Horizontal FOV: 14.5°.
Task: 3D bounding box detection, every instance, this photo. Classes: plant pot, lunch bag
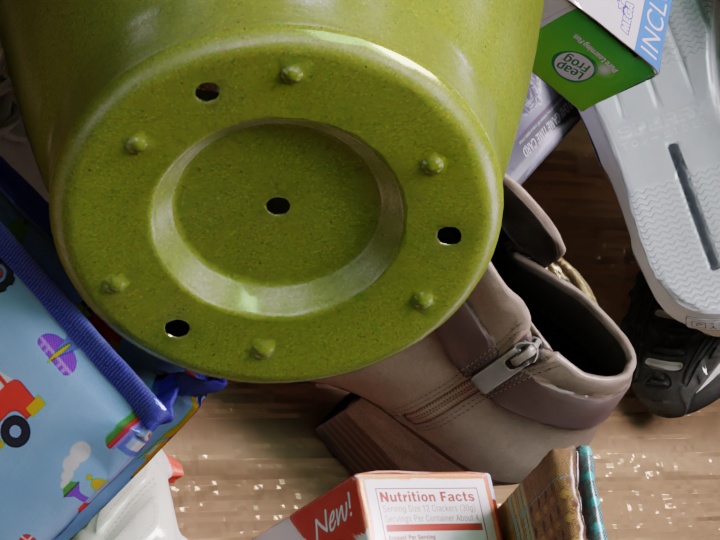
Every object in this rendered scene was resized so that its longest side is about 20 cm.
[{"bbox_3d":[-0.028,-0.074,0.868,0.200,0.200,0.193,26,34,-22],"label":"plant pot"},{"bbox_3d":[-0.168,0.018,0.870,0.200,0.151,0.094,46,9,3],"label":"lunch bag"}]

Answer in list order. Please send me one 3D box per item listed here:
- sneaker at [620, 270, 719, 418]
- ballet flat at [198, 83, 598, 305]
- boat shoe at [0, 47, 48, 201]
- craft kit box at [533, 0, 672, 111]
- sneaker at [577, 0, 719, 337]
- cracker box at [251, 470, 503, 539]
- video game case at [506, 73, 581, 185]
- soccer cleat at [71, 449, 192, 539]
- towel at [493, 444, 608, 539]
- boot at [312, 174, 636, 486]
[{"bbox_3d":[0.181,-0.002,1.177,0.200,0.074,0.079,-46,125,-33],"label":"sneaker"},{"bbox_3d":[0.016,-0.023,1.065,0.200,0.065,0.071,33,79,-16],"label":"ballet flat"},{"bbox_3d":[-0.145,-0.053,0.960,0.202,0.086,0.075,46,50,-7],"label":"boat shoe"},{"bbox_3d":[0.043,-0.192,1.028,0.197,0.048,0.200,38,48,-29],"label":"craft kit box"},{"bbox_3d":[0.114,-0.065,1.105,0.073,0.071,0.201,-12,73,3],"label":"sneaker"},{"bbox_3d":[0.004,0.180,0.918,0.058,0.134,0.201,3,66,-33],"label":"cracker box"},{"bbox_3d":[0.026,-0.132,1.065,0.200,0.019,0.143,63,31,-12],"label":"video game case"},{"bbox_3d":[-0.098,0.134,0.915,0.077,0.069,0.201,13,64,-26],"label":"soccer cleat"},{"bbox_3d":[0.058,0.153,0.931,0.022,0.200,0.147,-6,71,-15],"label":"towel"},{"bbox_3d":[0.000,0.000,0.996,0.200,0.146,0.070,41,51,-12],"label":"boot"}]
